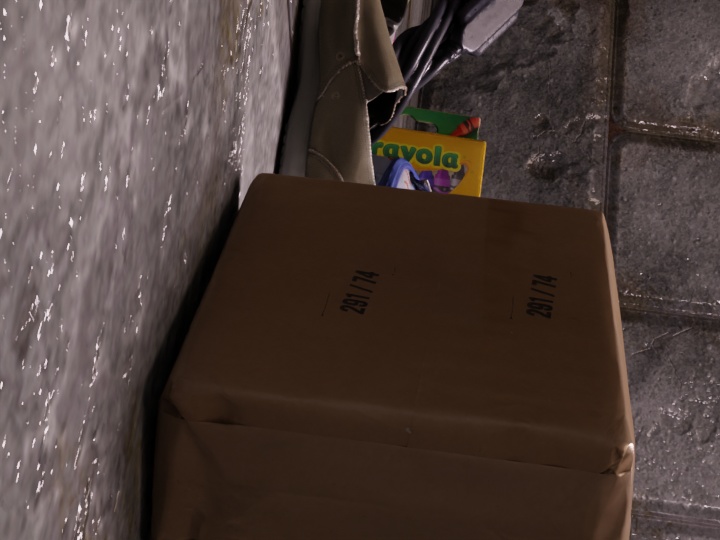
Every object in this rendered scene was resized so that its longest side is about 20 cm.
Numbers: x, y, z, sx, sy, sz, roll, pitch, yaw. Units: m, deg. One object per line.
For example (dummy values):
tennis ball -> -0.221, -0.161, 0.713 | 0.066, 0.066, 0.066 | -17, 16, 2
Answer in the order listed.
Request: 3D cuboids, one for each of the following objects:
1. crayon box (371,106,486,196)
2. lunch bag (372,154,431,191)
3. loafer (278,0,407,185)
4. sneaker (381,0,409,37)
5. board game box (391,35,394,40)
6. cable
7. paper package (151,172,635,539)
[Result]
crayon box -> 0.027, -0.039, 1.012 | 0.051, 0.125, 0.203 | 115, -18, -78
lunch bag -> 0.002, 0.023, 0.886 | 0.160, 0.075, 0.202 | 53, 50, -63
loafer -> -0.005, -0.118, 0.805 | 0.075, 0.069, 0.203 | 79, 18, -79
sneaker -> 0.018, -0.257, 0.929 | 0.090, 0.077, 0.202 | -46, 154, -84
board game box -> 0.032, -0.295, 1.160 | 0.201, 0.026, 0.201 | -83, -174, -49
cable -> 0.028, -0.149, 0.936 | 0.200, 0.051, 0.163 | -48, -164, -28
paper package -> 0.021, 0.051, 0.578 | 0.201, 0.188, 0.105 | -79, 175, -62
